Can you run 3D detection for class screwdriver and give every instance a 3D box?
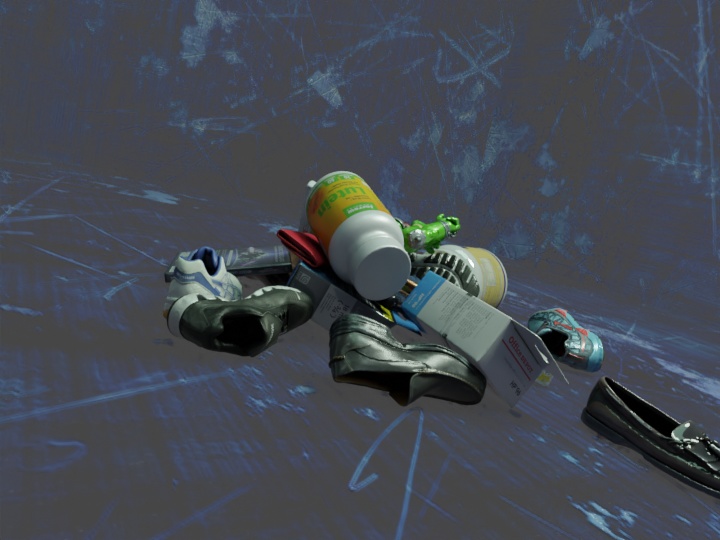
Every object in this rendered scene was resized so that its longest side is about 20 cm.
[{"bbox_3d":[0.000,0.000,0.841,0.027,0.030,0.200,-13,37,-25],"label":"screwdriver"}]

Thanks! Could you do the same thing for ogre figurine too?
[{"bbox_3d":[0.055,-0.053,0.931,0.196,0.101,0.119,15,20,25],"label":"ogre figurine"}]

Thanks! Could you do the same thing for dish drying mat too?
[{"bbox_3d":[-0.073,-0.032,0.843,0.076,0.018,0.200,36,5,5],"label":"dish drying mat"}]

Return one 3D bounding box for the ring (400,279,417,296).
[{"bbox_3d":[0.072,0.036,0.898,0.197,0.020,0.201,31,-6,4],"label":"ring"}]

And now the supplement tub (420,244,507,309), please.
[{"bbox_3d":[0.195,0.026,1.103,0.143,0.149,0.198,19,10,34],"label":"supplement tub"}]

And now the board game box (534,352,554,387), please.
[{"bbox_3d":[0.221,0.108,0.897,0.132,0.035,0.200,30,8,-6],"label":"board game box"}]

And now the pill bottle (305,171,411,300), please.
[{"bbox_3d":[-0.004,-0.050,0.791,0.109,0.113,0.201,9,29,-28],"label":"pill bottle"}]

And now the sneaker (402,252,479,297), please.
[{"bbox_3d":[0.128,0.021,0.983,0.197,0.079,0.091,19,-29,40],"label":"sneaker"}]

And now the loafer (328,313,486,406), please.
[{"bbox_3d":[0.052,0.120,0.620,0.195,0.073,0.073,19,46,-11],"label":"loafer"}]

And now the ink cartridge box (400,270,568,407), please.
[{"bbox_3d":[0.151,0.092,0.700,0.116,0.068,0.199,48,-8,-36],"label":"ink cartridge box"}]

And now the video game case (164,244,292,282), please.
[{"bbox_3d":[-0.214,-0.015,0.928,0.194,0.020,0.143,-4,16,-9],"label":"video game case"}]

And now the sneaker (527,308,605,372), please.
[{"bbox_3d":[0.355,0.117,1.021,0.093,0.082,0.200,9,10,-16],"label":"sneaker"}]

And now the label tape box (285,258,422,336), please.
[{"bbox_3d":[-0.016,0.055,0.821,0.197,0.064,0.144,31,7,-7],"label":"label tape box"}]

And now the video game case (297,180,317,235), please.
[{"bbox_3d":[-0.032,-0.055,1.079,0.197,0.184,0.023,28,45,9],"label":"video game case"}]

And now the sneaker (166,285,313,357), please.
[{"bbox_3d":[-0.120,0.064,0.656,0.089,0.068,0.197,25,18,40],"label":"sneaker"}]

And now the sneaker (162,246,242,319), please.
[{"bbox_3d":[-0.201,0.012,0.759,0.073,0.091,0.200,11,8,0],"label":"sneaker"}]

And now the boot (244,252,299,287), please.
[{"bbox_3d":[-0.108,0.008,0.998,0.183,0.066,0.198,-9,18,-35],"label":"boot"}]

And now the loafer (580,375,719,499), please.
[{"bbox_3d":[0.344,0.186,0.624,0.071,0.065,0.198,6,12,-39],"label":"loafer"}]

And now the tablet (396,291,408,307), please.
[{"bbox_3d":[0.086,0.064,0.907,0.198,0.014,0.130,33,-6,-25],"label":"tablet"}]
